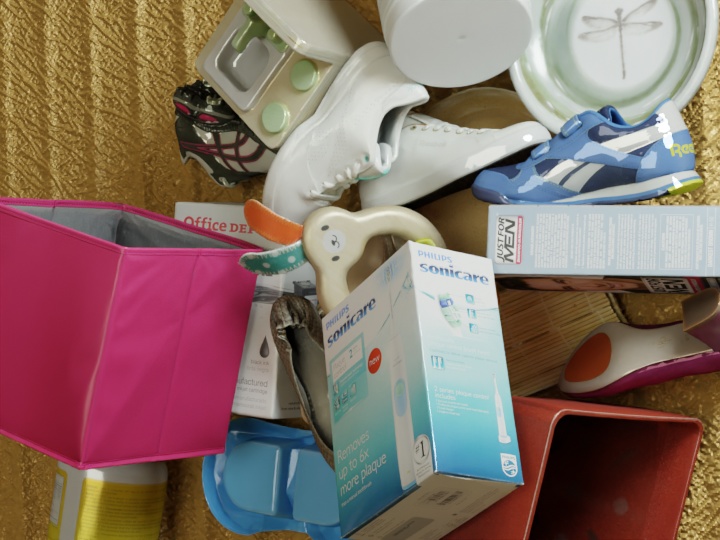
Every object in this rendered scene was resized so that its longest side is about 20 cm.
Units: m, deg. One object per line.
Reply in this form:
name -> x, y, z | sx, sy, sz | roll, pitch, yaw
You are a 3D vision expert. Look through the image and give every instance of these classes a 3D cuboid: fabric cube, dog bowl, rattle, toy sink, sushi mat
fabric cube -> -0.234, 0.052, 1.620 | 0.195, 0.199, 0.201 | 16, 100, 35
dog bowl -> -0.059, 0.202, 1.684 | 0.199, 0.049, 0.112 | 5, 90, 34
rattle -> 0.000, 0.000, 1.519 | 0.131, 0.199, 0.143 | -57, 21, 14
toy sink -> -0.062, -0.187, 1.616 | 0.130, 0.200, 0.112 | 46, 111, 25
sushi mat -> 0.142, 0.063, 1.565 | 0.199, 0.012, 0.096 | -25, 95, 30

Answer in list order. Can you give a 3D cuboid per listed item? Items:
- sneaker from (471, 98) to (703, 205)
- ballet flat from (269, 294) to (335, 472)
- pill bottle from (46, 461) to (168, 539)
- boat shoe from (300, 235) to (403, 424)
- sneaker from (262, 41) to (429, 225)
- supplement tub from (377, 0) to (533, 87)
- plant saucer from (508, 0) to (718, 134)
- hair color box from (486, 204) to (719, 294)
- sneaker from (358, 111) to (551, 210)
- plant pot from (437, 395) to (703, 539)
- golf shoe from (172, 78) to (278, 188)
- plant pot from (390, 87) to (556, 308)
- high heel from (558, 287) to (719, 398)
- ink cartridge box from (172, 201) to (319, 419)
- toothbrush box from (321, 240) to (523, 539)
sneaker -> 0.186, -0.093, 1.473 | 0.199, 0.074, 0.083 | -7, 93, 26
ballet flat -> -0.028, 0.113, 1.600 | 0.067, 0.046, 0.201 | -26, 85, 10
pill bottle -> -0.254, 0.236, 1.772 | 0.111, 0.112, 0.202 | 11, 94, 33
boat shoe -> -0.008, 0.050, 1.648 | 0.071, 0.064, 0.201 | 14, 95, 32
sneaker -> -0.012, -0.100, 1.566 | 0.089, 0.075, 0.201 | 46, 115, 28
supplement tub -> 0.072, -0.276, 1.540 | 0.132, 0.132, 0.201 | -31, 49, 28
plant saucer -> 0.221, -0.205, 1.520 | 0.199, 0.050, 0.202 | -2, 86, 34
hair color box -> 0.210, -0.017, 1.454 | 0.199, 0.099, 0.061 | 1, 81, 16
sneaker -> 0.074, -0.111, 1.566 | 0.199, 0.073, 0.085 | -18, 80, 32
plant pot -> 0.140, 0.193, 1.480 | 0.176, 0.199, 0.201 | 18, 97, 46
golf shoe -> -0.102, -0.119, 1.726 | 0.199, 0.077, 0.089 | 28, 123, 33
plant pot -> 0.114, -0.064, 1.598 | 0.199, 0.027, 0.202 | -1, 87, 32
high heel -> 0.260, 0.078, 1.482 | 0.200, 0.096, 0.068 | -26, 45, 47
ink cartridge box -> -0.110, 0.034, 1.704 | 0.144, 0.083, 0.202 | 5, 91, 34
toothbrush box -> 0.045, 0.101, 1.412 | 0.146, 0.085, 0.201 | -41, 45, 48
